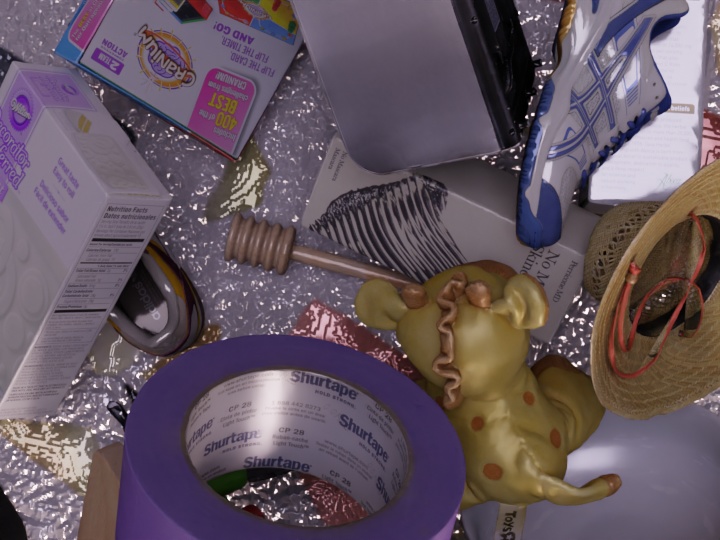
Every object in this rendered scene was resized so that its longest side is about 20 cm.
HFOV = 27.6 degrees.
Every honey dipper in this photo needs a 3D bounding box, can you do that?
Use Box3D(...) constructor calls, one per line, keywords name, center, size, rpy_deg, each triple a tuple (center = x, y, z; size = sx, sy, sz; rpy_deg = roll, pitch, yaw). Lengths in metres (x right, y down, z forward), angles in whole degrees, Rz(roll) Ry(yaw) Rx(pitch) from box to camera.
Box3D(name="honey dipper", center=(0.000, 0.000, 1.073), size=(0.199, 0.038, 0.038), rpy_deg=(15, 88, -1))

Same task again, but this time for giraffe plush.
Box3D(name="giraffe plush", center=(0.072, 0.066, 0.953), size=(0.171, 0.200, 0.163), rpy_deg=(-16, 112, 2))

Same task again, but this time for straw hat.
Box3D(name="straw hat", center=(0.196, -0.005, 0.969), size=(0.085, 0.201, 0.202), rpy_deg=(34, 89, 44))

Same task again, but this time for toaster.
Box3D(name="toaster", center=(0.037, -0.179, 0.973), size=(0.118, 0.181, 0.201), rpy_deg=(-15, 111, 16))

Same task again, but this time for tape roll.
Box3D(name="tape roll", center=(-0.042, 0.132, 0.864), size=(0.199, 0.200, 0.085), rpy_deg=(15, 125, 3))

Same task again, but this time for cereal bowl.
Box3D(name="cereal bowl", center=(0.171, 0.173, 0.992), size=(0.199, 0.200, 0.084), rpy_deg=(-17, 123, 2))

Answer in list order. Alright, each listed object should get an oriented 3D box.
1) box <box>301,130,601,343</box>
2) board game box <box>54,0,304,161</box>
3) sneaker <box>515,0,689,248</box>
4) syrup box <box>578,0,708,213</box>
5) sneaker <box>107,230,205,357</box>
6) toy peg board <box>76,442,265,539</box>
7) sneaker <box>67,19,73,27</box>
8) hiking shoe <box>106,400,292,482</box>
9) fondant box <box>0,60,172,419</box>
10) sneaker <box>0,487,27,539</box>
Box3D(name="box", center=(0.065, -0.034, 1.039), size=(0.199, 0.068, 0.083), rpy_deg=(25, 121, 5))
Box3D(name="board game box", center=(-0.102, -0.201, 1.037), size=(0.153, 0.040, 0.201), rpy_deg=(31, 88, -39))
Box3D(name="sneaker", center=(0.160, -0.106, 0.966), size=(0.088, 0.075, 0.201), rpy_deg=(17, 86, 2))
Box3D(name="syrup box", center=(0.202, -0.141, 1.044), size=(0.081, 0.079, 0.202), rpy_deg=(4, 87, 3))
Box3D(name="sneaker", center=(-0.184, -0.026, 1.052), size=(0.075, 0.090, 0.200), rpy_deg=(-40, 87, 0))
Box3D(name="toy peg board", center=(-0.098, 0.234, 0.968), size=(0.097, 0.201, 0.199), rpy_deg=(-20, 54, -35))
Box3D(name="sneaker", center=(-0.135, -0.226, 1.062), size=(0.070, 0.076, 0.201), rpy_deg=(35, 90, 16))
Box3D(name="hiking shoe", center=(-0.082, 0.100, 1.049), size=(0.199, 0.076, 0.101), rpy_deg=(-21, 90, 2))
Box3D(name="fondant box", center=(-0.223, -0.019, 1.002), size=(0.144, 0.058, 0.200), rpy_deg=(50, 121, 31))
Box3D(name="sneaker", center=(-0.320, 0.171, 1.067), size=(0.086, 0.080, 0.200), rpy_deg=(-38, 78, 12))
